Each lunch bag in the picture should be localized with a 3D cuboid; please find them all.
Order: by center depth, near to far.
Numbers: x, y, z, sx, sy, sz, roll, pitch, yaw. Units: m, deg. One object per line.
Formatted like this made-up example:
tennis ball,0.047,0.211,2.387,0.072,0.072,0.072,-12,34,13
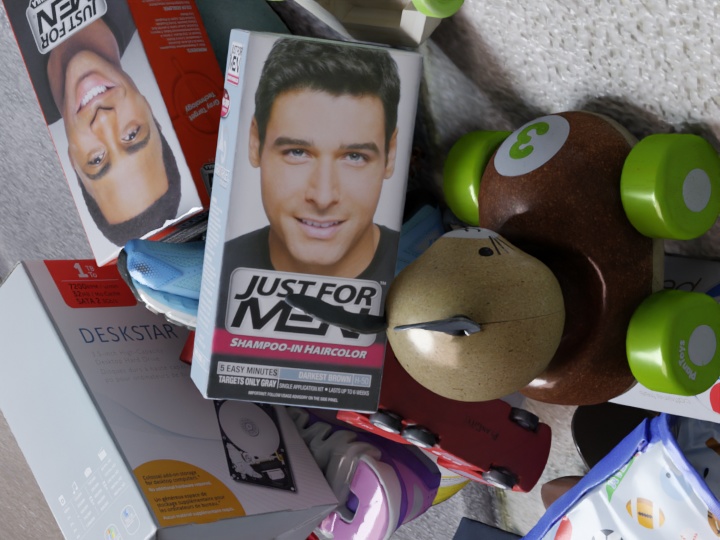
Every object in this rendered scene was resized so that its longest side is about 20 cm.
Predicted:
lunch bag,0.214,0.184,1.327,0.200,0.124,0.170,36,128,-5

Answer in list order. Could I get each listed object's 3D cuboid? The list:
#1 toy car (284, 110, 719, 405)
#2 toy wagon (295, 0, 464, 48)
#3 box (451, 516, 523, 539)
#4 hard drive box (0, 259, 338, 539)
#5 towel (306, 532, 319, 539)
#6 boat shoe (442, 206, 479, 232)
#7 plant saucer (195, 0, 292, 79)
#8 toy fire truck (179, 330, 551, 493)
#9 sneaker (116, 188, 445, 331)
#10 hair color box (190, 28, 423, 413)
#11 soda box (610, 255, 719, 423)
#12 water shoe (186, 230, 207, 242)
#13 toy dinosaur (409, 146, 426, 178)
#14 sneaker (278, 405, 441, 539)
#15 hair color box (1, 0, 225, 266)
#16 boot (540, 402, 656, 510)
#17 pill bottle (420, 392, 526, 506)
toy car,0.064,0.003,1.124,0.164,0.200,0.158,6,102,49
toy wagon,-0.029,-0.200,1.152,0.155,0.040,0.200,14,147,49
box,0.176,0.289,1.603,0.200,0.124,0.196,32,167,-38
hard drive box,-0.131,0.093,1.357,0.077,0.156,0.200,-49,61,32
towel,-0.107,0.133,1.546,0.145,0.023,0.200,41,178,-26
boat shoe,0.108,0.014,1.317,0.076,0.060,0.200,13,146,51
plant saucer,-0.113,-0.145,1.409,0.201,0.039,0.201,35,160,15
toy fire truck,0.004,0.076,1.333,0.200,0.049,0.141,28,167,-30
sneaker,-0.044,-0.017,1.272,0.078,0.199,0.090,-130,40,-65
hair color box,-0.031,-0.028,1.204,0.099,0.201,0.061,6,-173,-13
soda box,0.194,0.039,1.209,0.064,0.068,0.200,51,157,-26
water shoe,-0.072,-0.075,1.355,0.071,0.200,0.079,22,-139,-48
toy dinosaur,0.000,0.000,1.368,0.135,0.102,0.200,21,158,-6
sneaker,-0.024,0.110,1.424,0.200,0.088,0.081,36,121,35
hair color box,-0.141,-0.115,1.313,0.101,0.061,0.200,-27,81,38
boot,0.168,0.151,1.500,0.186,0.064,0.200,45,163,-17
pill bottle,0.049,0.096,1.513,0.112,0.112,0.200,39,159,2
